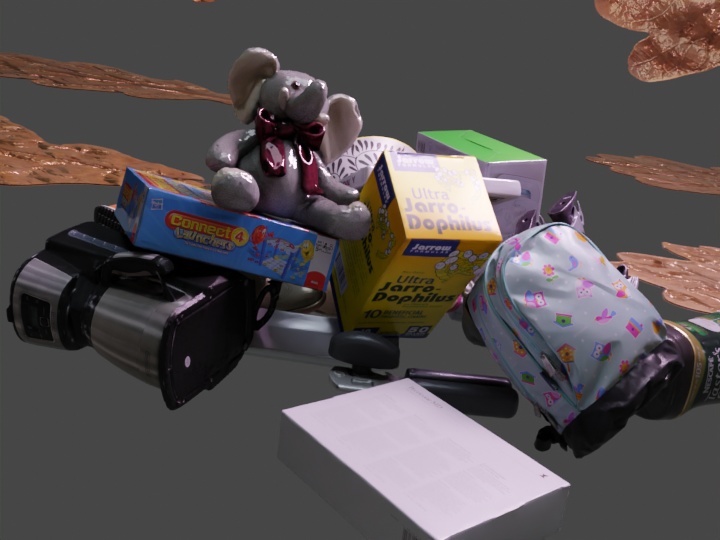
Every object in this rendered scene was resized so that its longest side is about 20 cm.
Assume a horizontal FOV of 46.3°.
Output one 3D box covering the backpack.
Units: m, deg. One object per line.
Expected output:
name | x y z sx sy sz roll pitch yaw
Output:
backpack | 0.200 0.055 0.811 0.166 0.127 0.200 -32 74 -28

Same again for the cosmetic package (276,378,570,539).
cosmetic package | 0.047 0.165 0.697 0.150 0.052 0.199 -10 26 -38

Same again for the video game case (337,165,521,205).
video game case | 0.056 -0.086 0.994 0.198 0.023 0.182 2 -8 -26

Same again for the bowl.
bowl | 0.014 -0.090 1.250 0.198 0.202 0.095 1 45 -19

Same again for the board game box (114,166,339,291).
board game box | -0.146 -0.046 0.881 0.194 0.056 0.200 15 6 -24

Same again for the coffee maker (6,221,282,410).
coffee maker | -0.217 0.038 0.855 0.198 0.136 0.192 18 6 22

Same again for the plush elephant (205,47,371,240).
plush elephant | -0.070 -0.133 0.849 0.163 0.156 0.200 14 7 -22

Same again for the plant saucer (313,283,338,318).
plant saucer | 0.000 0.000 1.076 0.198 0.036 0.201 -9 39 7

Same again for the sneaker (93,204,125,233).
sneaker | -0.275 -0.053 1.144 0.199 0.071 0.090 21 26 36

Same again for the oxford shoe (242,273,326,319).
oxford shoe | -0.139 0.008 1.006 0.198 0.074 0.071 7 34 5

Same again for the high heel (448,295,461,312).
high heel | 0.091 0.015 1.136 0.095 0.068 0.199 23 3 -38

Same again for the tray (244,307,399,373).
tray | -0.055 0.080 0.939 0.198 0.022 0.108 8 19 -1

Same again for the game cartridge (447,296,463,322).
game cartridge | 0.185 0.033 1.154 0.132 0.041 0.200 16 20 9

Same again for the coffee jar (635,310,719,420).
coffee jar | 0.370 0.102 0.931 0.198 0.105 0.085 -5 20 -31

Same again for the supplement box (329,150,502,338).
supplement box | 0.049 -0.020 0.895 0.108 0.201 0.110 0 57 -22

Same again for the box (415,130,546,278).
box | 0.150 -0.085 1.148 0.096 0.179 0.200 -6 21 -22

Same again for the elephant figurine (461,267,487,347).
elephant figurine | 0.222 0.064 0.963 0.199 0.142 0.155 33 56 18

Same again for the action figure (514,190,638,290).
action figure | 0.271 0.010 1.040 0.129 0.201 0.069 -18 20 34

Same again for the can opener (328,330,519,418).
can opener | 0.063 0.110 0.849 0.198 0.067 0.053 11 17 -7
